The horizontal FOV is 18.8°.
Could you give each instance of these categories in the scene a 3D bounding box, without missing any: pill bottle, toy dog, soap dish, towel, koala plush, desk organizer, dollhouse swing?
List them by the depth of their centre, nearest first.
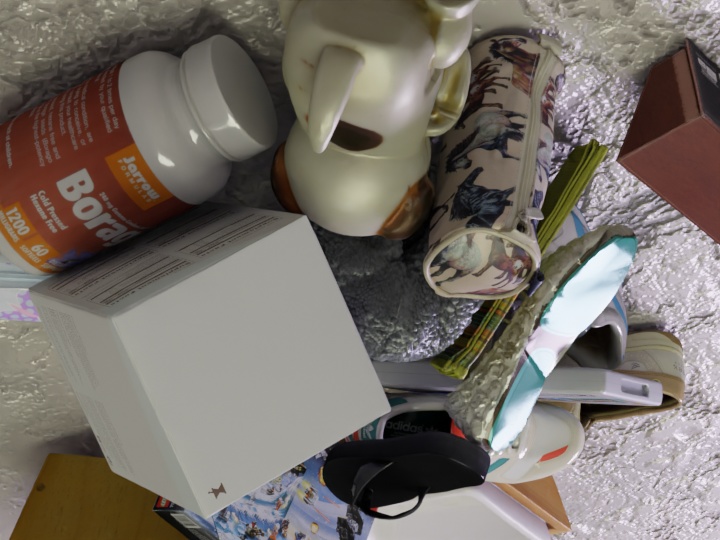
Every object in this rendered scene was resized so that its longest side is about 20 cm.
[{"bbox_3d":[0.009,-0.109,1.426,0.139,0.194,0.200,8,138,0],"label":"toy dog"},{"bbox_3d":[-0.162,-0.082,1.500,0.200,0.112,0.112,-25,139,21],"label":"pill bottle"},{"bbox_3d":[0.113,-0.009,1.590,0.018,0.200,0.086,34,175,-8],"label":"towel"},{"bbox_3d":[0.000,0.000,1.607,0.177,0.184,0.200,19,156,-16],"label":"koala plush"},{"bbox_3d":[0.270,-0.080,1.617,0.077,0.072,0.200,-29,138,28],"label":"desk organizer"},{"bbox_3d":[-0.167,0.252,1.851,0.200,0.182,0.176,4,142,24],"label":"dollhouse swing"},{"bbox_3d":[0.061,0.193,1.888,0.200,0.081,0.157,-13,145,34],"label":"soap dish"}]

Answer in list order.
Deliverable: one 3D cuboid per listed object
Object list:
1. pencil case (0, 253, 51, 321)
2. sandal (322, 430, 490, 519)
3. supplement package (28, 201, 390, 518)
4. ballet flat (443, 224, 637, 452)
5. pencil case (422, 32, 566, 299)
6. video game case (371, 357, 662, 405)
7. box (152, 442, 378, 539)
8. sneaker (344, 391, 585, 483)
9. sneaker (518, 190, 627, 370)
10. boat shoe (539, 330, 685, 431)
[{"bbox_3d":[-0.254,0.000,1.606,0.200,0.091,0.083,1,116,-8],"label":"pencil case"},{"bbox_3d":[0.025,0.160,1.663,0.076,0.043,0.200,27,157,-17],"label":"sandal"},{"bbox_3d":[-0.107,0.054,1.492,0.151,0.200,0.152,-29,105,-20],"label":"supplement package"},{"bbox_3d":[0.124,0.040,1.603,0.072,0.072,0.200,27,100,-37],"label":"ballet flat"},{"bbox_3d":[0.097,-0.074,1.498,0.089,0.200,0.078,-23,132,36],"label":"pencil case"},{"bbox_3d":[0.122,0.089,1.734,0.200,0.024,0.182,1,175,22],"label":"video game case"},{"bbox_3d":[-0.068,0.181,1.735,0.040,0.137,0.200,-4,143,41],"label":"box"},{"bbox_3d":[0.088,0.135,1.721,0.199,0.070,0.093,7,-179,-11],"label":"sneaker"},{"bbox_3d":[0.154,0.007,1.699,0.076,0.081,0.200,-25,138,24],"label":"sneaker"},{"bbox_3d":[0.178,0.106,1.840,0.200,0.066,0.074,-16,143,14],"label":"boat shoe"}]
